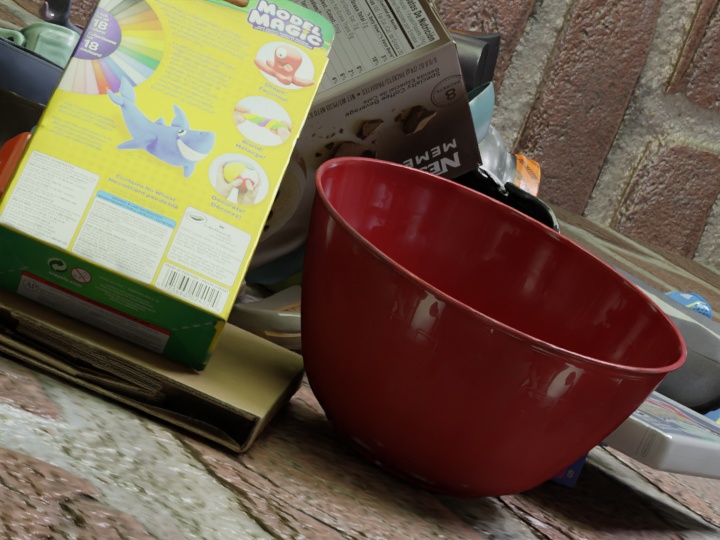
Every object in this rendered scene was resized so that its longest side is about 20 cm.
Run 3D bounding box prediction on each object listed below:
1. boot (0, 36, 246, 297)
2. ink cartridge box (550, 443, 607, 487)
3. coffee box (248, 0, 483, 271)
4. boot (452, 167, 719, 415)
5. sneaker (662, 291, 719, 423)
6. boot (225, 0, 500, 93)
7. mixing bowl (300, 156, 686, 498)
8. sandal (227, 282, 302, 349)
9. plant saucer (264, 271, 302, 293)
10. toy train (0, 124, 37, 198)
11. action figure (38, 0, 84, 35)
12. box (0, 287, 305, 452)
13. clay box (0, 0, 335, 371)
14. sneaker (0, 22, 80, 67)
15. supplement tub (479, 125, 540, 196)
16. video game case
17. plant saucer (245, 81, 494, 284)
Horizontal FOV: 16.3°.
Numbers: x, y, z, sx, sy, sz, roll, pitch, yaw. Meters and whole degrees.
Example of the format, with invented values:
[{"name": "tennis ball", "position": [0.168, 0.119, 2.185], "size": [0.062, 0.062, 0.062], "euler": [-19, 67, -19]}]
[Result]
[{"name": "boot", "position": [-0.138, -0.053, 1.263], "size": [0.199, 0.098, 0.075], "euler": [19, 7, -17]}, {"name": "ink cartridge box", "position": [0.060, 0.069, 1.404], "size": [0.119, 0.042, 0.200], "euler": [22, 4, -11]}, {"name": "coffee box", "position": [-0.042, -0.077, 1.380], "size": [0.113, 0.199, 0.080], "euler": [74, -9, -53]}, {"name": "boot", "position": [0.131, 0.012, 1.497], "size": [0.199, 0.070, 0.132], "euler": [22, -18, 34]}, {"name": "sneaker", "position": [0.165, 0.051, 1.623], "size": [0.199, 0.106, 0.076], "euler": [19, 7, -31]}, {"name": "boot", "position": [-0.006, -0.155, 1.783], "size": [0.199, 0.069, 0.188], "euler": [14, 10, 8]}, {"name": "mixing bowl", "position": [0.047, 0.040, 1.221], "size": [0.199, 0.109, 0.200], "euler": [24, 16, -7]}, {"name": "sandal", "position": [0.000, 0.000, 1.415], "size": [0.080, 0.054, 0.199], "euler": [1, 13, 43]}, {"name": "plant saucer", "position": [0.004, 0.018, 1.670], "size": [0.199, 0.031, 0.200], "euler": [21, 7, -3]}, {"name": "toy train", "position": [-0.100, -0.067, 1.234], "size": [0.150, 0.201, 0.055], "euler": [42, -35, -21]}, {"name": "action figure", "position": [-0.157, -0.091, 1.552], "size": [0.199, 0.135, 0.149], "euler": [28, 7, 16]}, {"name": "box", "position": [-0.111, 0.032, 1.193], "size": [0.163, 0.021, 0.200], "euler": [23, 6, 2]}, {"name": "clay box", "position": [-0.090, -0.059, 1.170], "size": [0.114, 0.048, 0.201], "euler": [23, 49, -3]}, {"name": "sneaker", "position": [-0.187, -0.078, 1.405], "size": [0.073, 0.119, 0.200], "euler": [20, 8, -34]}, {"name": "supplement tub", "position": [0.013, -0.064, 1.692], "size": [0.199, 0.123, 0.123], "euler": [21, 7, -7]}, {"name": "video game case", "position": [0.126, 0.067, 1.391], "size": [0.182, 0.023, 0.200], "euler": [27, 6, 27]}, {"name": "plant saucer", "position": [0.005, -0.048, 1.526], "size": [0.027, 0.200, 0.200], "euler": [54, 5, -5]}]
